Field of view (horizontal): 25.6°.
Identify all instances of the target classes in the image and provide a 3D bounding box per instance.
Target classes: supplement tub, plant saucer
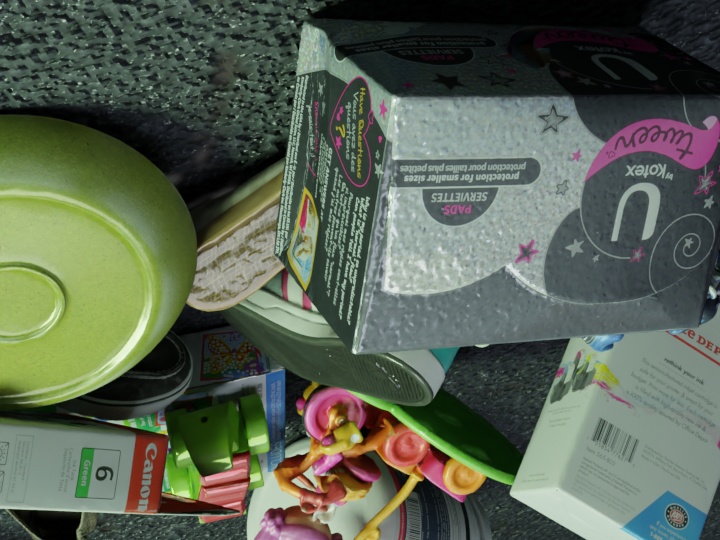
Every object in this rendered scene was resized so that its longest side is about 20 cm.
[{"bbox_3d":[0.012,0.220,1.317,0.139,0.142,0.199,-26,153,23],"label":"supplement tub"},{"bbox_3d":[-0.181,0.009,0.822,0.197,0.031,0.201,-7,134,-8],"label":"plant saucer"}]

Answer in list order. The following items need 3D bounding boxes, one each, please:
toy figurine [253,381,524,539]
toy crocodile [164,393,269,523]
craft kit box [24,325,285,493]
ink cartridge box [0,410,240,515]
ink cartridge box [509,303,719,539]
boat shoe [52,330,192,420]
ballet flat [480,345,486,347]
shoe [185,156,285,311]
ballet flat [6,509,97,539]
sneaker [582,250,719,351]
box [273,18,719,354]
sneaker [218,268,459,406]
[{"bbox_3d":[-0.007,0.167,1.119,0.199,0.150,0.185,28,100,-31],"label":"toy figurine"},{"bbox_3d":[-0.097,0.135,1.076,0.067,0.062,0.201,-10,155,-11],"label":"toy crocodile"},{"bbox_3d":[-0.151,0.110,1.116,0.195,0.049,0.201,-14,155,-10],"label":"craft kit box"},{"bbox_3d":[-0.174,0.112,0.941,0.108,0.051,0.199,4,176,44],"label":"ink cartridge box"},{"bbox_3d":[0.197,0.088,1.089,0.114,0.202,0.068,31,159,-16],"label":"ink cartridge box"},{"bbox_3d":[-0.168,0.038,0.923,0.199,0.071,0.063,15,143,-44],"label":"boat shoe"},{"bbox_3d":[0.052,0.023,1.020,0.198,0.073,0.072,-15,155,-1],"label":"ballet flat"},{"bbox_3d":[-0.020,-0.047,0.867,0.198,0.054,0.070,-26,125,13],"label":"shoe"},{"bbox_3d":[-0.213,0.154,1.068,0.067,0.047,0.201,-13,155,-6],"label":"ballet flat"},{"bbox_3d":[0.205,-0.004,1.004,0.198,0.086,0.077,-23,159,-20],"label":"sneaker"},{"bbox_3d":[0.074,-0.046,0.778,0.198,0.115,0.134,-3,117,-25],"label":"box"},{"bbox_3d":[0.000,0.000,0.932,0.199,0.121,0.084,14,151,48],"label":"sneaker"}]
